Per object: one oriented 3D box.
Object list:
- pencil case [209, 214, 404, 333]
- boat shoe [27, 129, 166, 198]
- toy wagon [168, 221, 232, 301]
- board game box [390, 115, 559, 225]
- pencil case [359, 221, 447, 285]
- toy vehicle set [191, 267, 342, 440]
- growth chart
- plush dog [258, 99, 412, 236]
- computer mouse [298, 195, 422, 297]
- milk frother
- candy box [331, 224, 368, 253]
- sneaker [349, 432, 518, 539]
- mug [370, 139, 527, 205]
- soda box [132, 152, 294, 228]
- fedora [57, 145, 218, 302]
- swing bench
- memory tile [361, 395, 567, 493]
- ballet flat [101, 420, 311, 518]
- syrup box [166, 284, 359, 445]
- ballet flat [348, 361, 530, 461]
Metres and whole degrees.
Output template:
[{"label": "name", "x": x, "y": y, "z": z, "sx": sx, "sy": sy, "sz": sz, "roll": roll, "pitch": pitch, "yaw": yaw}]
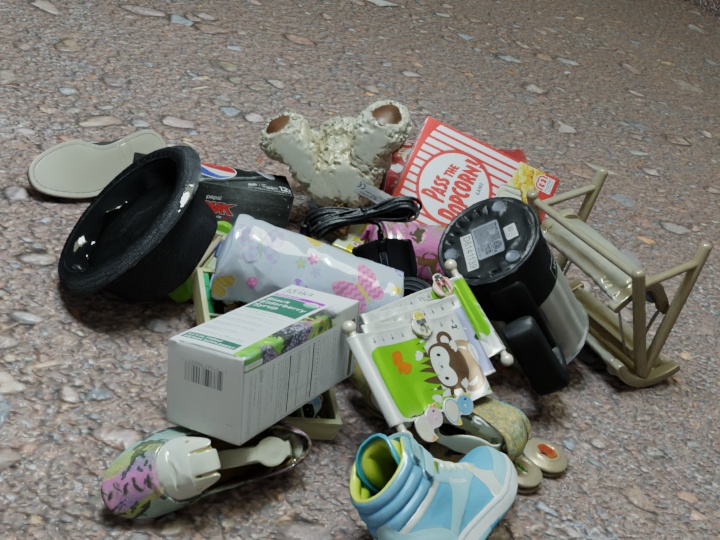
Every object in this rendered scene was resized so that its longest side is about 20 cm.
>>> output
[{"label": "pencil case", "x": -0.054, "y": 0.013, "z": 1.099, "sx": 0.199, "sy": 0.091, "sz": 0.083, "roll": 19, "pitch": -8, "yaw": -8}, {"label": "boat shoe", "x": -0.337, "y": -0.128, "z": 1.355, "sx": 0.062, "sy": 0.073, "sz": 0.199, "roll": -16, "pitch": 5, "yaw": 45}, {"label": "toy wagon", "x": -0.129, "y": 0.010, "z": 1.229, "sx": 0.199, "sy": 0.040, "sz": 0.155, "roll": 21, "pitch": 28, "yaw": 3}, {"label": "board game box", "x": 0.145, "y": -0.092, "z": 1.434, "sx": 0.199, "sy": 0.152, "sz": 0.046, "roll": 24, "pitch": -11, "yaw": -4}, {"label": "pencil case", "x": 0.101, "y": -0.022, "z": 1.323, "sx": 0.198, "sy": 0.084, "sz": 0.086, "roll": 0, "pitch": 8, "yaw": -24}, {"label": "toy vehicle set", "x": -0.099, "y": 0.081, "z": 1.088, "sx": 0.123, "sy": 0.027, "sz": 0.201, "roll": 6, "pitch": 42, "yaw": -23}, {"label": "growth chart", "x": 0.070, "y": 0.079, "z": 1.038, "sx": 0.199, "sy": 0.018, "sz": 0.145, "roll": -26, "pitch": 78, "yaw": -45}, {"label": "plush dog", "x": -0.017, "y": -0.147, "z": 1.408, "sx": 0.198, "sy": 0.162, "sz": 0.172, "roll": -5, "pitch": 22, "yaw": 13}, {"label": "computer mouse", "x": 0.000, "y": 0.000, "z": 1.204, "sx": 0.139, "sy": 0.201, "sz": 0.046, "roll": -6, "pitch": 52, "yaw": -4}, {"label": "milk frother", "x": 0.133, "y": 0.051, "z": 1.206, "sx": 0.199, "sy": 0.188, "sz": 0.182, "roll": -10, "pitch": 49, "yaw": 26}, {"label": "candy box", "x": 0.068, "y": -0.007, "z": 1.389, "sx": 0.199, "sy": 0.027, "sz": 0.102, "roll": 23, "pitch": 32, "yaw": 10}, {"label": "sneaker", "x": 0.064, "y": 0.178, "z": 0.941, "sx": 0.131, "sy": 0.079, "sz": 0.200, "roll": 58, "pitch": 33, "yaw": -6}, {"label": "mug", "x": 0.124, "y": -0.111, "z": 1.501, "sx": 0.198, "sy": 0.134, "sz": 0.178, "roll": 8, "pitch": 28, "yaw": -11}, {"label": "soda box", "x": -0.188, "y": -0.091, "z": 1.338, "sx": 0.198, "sy": 0.071, "sz": 0.063, "roll": 8, "pitch": 26, "yaw": -20}, {"label": "fedora", "x": -0.223, "y": -0.035, "z": 1.138, "sx": 0.092, "sy": 0.200, "sz": 0.201, "roll": 44, "pitch": 11, "yaw": -36}, {"label": "swing bench", "x": 0.299, "y": 0.016, "z": 1.321, "sx": 0.129, "sy": 0.201, "sz": 0.199, "roll": -18, "pitch": 41, "yaw": -27}, {"label": "memory tile", "x": 0.108, "y": 0.164, "z": 1.118, "sx": 0.153, "sy": 0.017, "sz": 0.200, "roll": -15, "pitch": 43, "yaw": -45}, {"label": "ballet flat", "x": -0.123, "y": 0.162, "z": 0.920, "sx": 0.199, "sy": 0.070, "sz": 0.071, "roll": -7, "pitch": -5, "yaw": -44}, {"label": "syrup box", "x": -0.082, "y": 0.078, "z": 0.965, "sx": 0.078, "sy": 0.082, "sz": 0.200, "roll": 14, "pitch": 20, "yaw": 26}, {"label": "ballet flat", "x": 0.070, "y": 0.138, "z": 1.064, "sx": 0.199, "sy": 0.071, "sz": 0.071, "roll": 21, "pitch": 28, "yaw": 7}]
